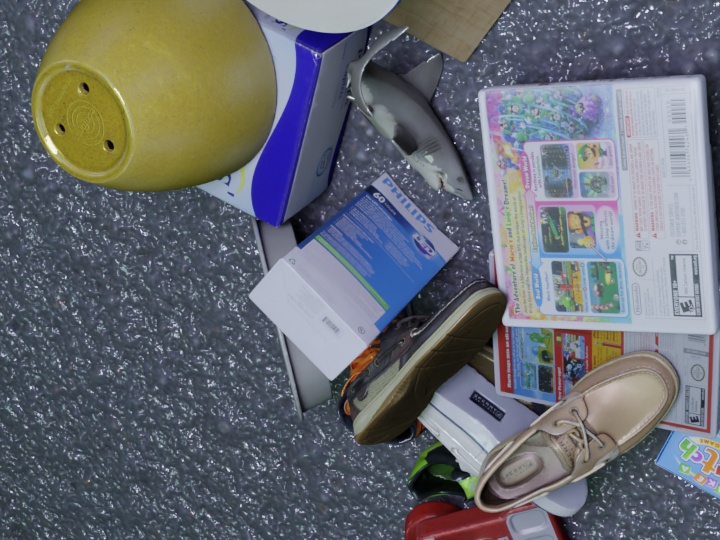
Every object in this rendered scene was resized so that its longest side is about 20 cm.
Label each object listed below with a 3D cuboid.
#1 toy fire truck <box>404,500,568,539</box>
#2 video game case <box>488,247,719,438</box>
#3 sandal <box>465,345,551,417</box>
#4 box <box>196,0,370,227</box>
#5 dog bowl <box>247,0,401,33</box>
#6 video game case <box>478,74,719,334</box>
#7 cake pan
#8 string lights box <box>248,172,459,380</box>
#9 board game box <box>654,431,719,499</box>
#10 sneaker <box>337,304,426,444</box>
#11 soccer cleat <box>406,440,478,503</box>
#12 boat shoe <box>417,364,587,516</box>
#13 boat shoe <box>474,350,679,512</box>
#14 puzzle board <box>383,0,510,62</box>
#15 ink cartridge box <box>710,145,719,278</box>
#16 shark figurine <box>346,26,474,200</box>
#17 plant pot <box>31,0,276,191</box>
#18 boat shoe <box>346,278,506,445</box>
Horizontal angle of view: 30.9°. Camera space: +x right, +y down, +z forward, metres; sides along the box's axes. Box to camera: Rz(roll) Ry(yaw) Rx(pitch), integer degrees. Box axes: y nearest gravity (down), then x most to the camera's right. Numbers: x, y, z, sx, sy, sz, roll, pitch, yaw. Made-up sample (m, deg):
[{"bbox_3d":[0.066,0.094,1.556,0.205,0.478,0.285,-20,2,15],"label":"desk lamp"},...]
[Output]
[{"bbox_3d":[0.137,0.309,1.295,0.167,0.112,0.201,-16,121,15],"label":"toy fire truck"},{"bbox_3d":[0.205,0.059,1.096,0.199,0.017,0.144,9,120,27],"label":"video game case"},{"bbox_3d":[0.156,0.097,1.205,0.198,0.054,0.081,10,131,21],"label":"sandal"},{"bbox_3d":[-0.114,-0.173,1.183,0.199,0.105,0.185,26,126,14],"label":"box"},{"bbox_3d":[-0.033,-0.276,0.944,0.199,0.079,0.201,22,142,18],"label":"dog bowl"},{"bbox_3d":[0.188,-0.050,1.032,0.181,0.024,0.202,1,108,30],"label":"video game case"},{"bbox_3d":[-0.064,0.040,1.231,0.036,0.200,0.202,-14,112,-4],"label":"cake pan"},{"bbox_3d":[0.000,0.000,1.149,0.103,0.200,0.059,46,127,2],"label":"string lights box"},{"bbox_3d":[0.360,0.124,1.114,0.151,0.037,0.201,28,125,14],"label":"board game box"},{"bbox_3d":[0.007,0.076,1.241,0.077,0.112,0.201,-30,98,37],"label":"sneaker"},{"bbox_3d":[0.135,0.186,1.247,0.199,0.081,0.068,-18,106,35],"label":"soccer cleat"},{"bbox_3d":[0.116,0.157,1.191,0.200,0.071,0.070,39,138,3],"label":"boat shoe"},{"bbox_3d":[0.179,0.142,1.083,0.200,0.064,0.071,-41,87,23],"label":"boat shoe"},{"bbox_3d":[0.042,-0.269,1.049,0.199,0.017,0.151,25,129,-18],"label":"puzzle board"},{"bbox_3d":[0.233,-0.039,1.080,0.115,0.067,0.201,3,117,29],"label":"ink cartridge box"},{"bbox_3d":[0.036,-0.157,1.111,0.089,0.214,0.128,-44,55,2],"label":"shark figurine"},{"bbox_3d":[-0.190,-0.145,1.085,0.199,0.142,0.201,13,121,24],"label":"plant pot"},{"bbox_3d":[0.046,0.070,1.118,0.200,0.073,0.065,-50,57,29],"label":"boat shoe"}]
